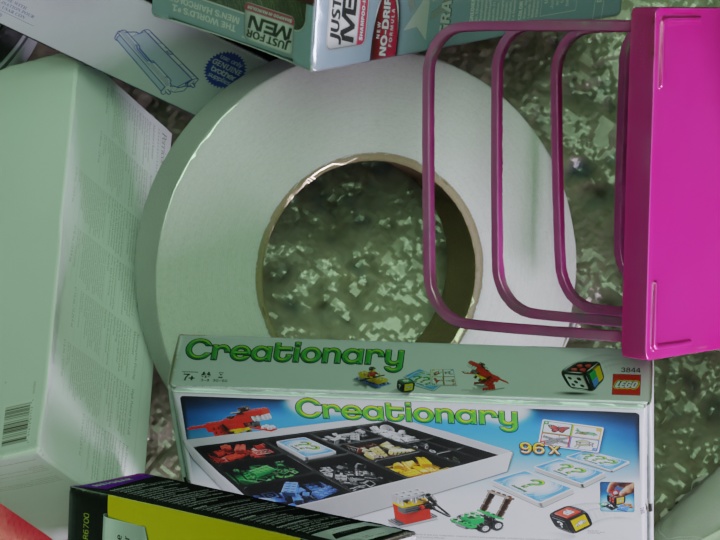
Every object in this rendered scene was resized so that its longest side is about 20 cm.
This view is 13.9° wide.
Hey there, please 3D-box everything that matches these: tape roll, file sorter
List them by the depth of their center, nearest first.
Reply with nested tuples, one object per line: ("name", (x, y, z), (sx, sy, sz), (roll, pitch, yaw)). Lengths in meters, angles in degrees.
("file sorter", (0.133, -0.045, 1.275), (0.125, 0.200, 0.139), (6, 98, 40))
("tape roll", (0.000, 0.000, 1.317), (0.202, 0.037, 0.203), (-3, 98, -21))

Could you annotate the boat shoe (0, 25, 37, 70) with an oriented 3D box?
("boat shoe", (-0.162, -0.173, 1.387), (0.070, 0.066, 0.200), (25, 76, 5))

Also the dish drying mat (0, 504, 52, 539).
("dish drying mat", (-0.154, 0.137, 1.330), (0.200, 0.018, 0.077), (10, 76, 0))

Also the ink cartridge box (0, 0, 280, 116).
("ink cartridge box", (-0.123, -0.134, 1.319), (0.200, 0.094, 0.044), (24, 117, -27))

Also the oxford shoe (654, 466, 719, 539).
("oxford shoe", (0.159, 0.124, 1.326), (0.200, 0.075, 0.058), (-42, 45, -4))

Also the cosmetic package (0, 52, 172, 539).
("cosmetic package", (-0.130, 0.010, 1.303), (0.051, 0.083, 0.200), (-14, 56, 27))

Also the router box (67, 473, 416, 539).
("router box", (-0.054, 0.195, 1.221), (0.149, 0.051, 0.200), (9, 100, 36))

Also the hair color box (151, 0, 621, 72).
("hair color box", (0.016, -0.138, 1.283), (0.099, 0.200, 0.061), (22, 115, 39))

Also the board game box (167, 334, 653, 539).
("board game box", (0.025, 0.084, 1.254), (0.200, 0.126, 0.035), (2, 45, 7))
